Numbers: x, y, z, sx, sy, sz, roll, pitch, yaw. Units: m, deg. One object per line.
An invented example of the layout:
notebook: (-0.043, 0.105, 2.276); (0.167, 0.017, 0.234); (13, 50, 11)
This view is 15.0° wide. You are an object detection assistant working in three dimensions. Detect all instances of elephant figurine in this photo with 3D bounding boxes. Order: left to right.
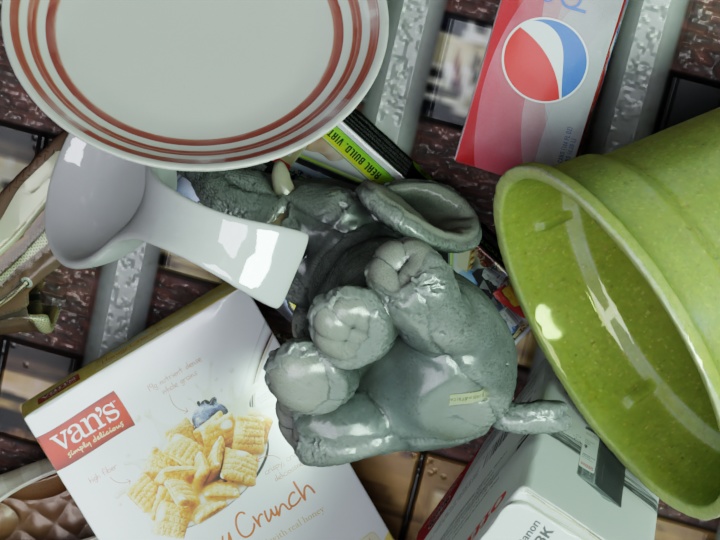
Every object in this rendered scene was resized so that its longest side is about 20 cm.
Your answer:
elephant figurine: (0.000, 0.000, 1.426); (0.141, 0.200, 0.155); (-23, 126, 1)

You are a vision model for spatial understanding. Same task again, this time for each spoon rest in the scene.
spoon rest: (-0.107, -0.035, 1.394); (0.061, 0.200, 0.100); (21, 92, -40)

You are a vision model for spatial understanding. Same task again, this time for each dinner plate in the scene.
dinner plate: (-0.085, -0.127, 1.410); (0.199, 0.201, 0.024); (14, 144, 5)

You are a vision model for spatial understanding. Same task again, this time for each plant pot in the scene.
plant pot: (0.198, -0.007, 1.377); (0.184, 0.200, 0.201); (-30, 103, -16)

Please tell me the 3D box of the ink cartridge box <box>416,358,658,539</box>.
ink cartridge box: (0.087, 0.151, 1.449); (0.084, 0.200, 0.144); (34, 111, -2)

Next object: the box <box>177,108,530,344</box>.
box: (-0.002, -0.014, 1.498); (0.200, 0.035, 0.110); (42, 110, -5)

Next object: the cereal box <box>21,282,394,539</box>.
cereal box: (-0.078, 0.124, 1.522); (0.144, 0.040, 0.200); (-32, 104, -3)

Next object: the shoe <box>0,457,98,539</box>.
shoe: (-0.160, 0.135, 1.563); (0.199, 0.053, 0.070); (-17, 106, 12)

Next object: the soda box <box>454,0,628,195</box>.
soda box: (0.108, -0.146, 1.416); (0.063, 0.070, 0.201); (18, 110, 6)

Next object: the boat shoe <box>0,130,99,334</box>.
boat shoe: (-0.201, 0.011, 1.519); (0.075, 0.075, 0.202); (45, 109, -6)
